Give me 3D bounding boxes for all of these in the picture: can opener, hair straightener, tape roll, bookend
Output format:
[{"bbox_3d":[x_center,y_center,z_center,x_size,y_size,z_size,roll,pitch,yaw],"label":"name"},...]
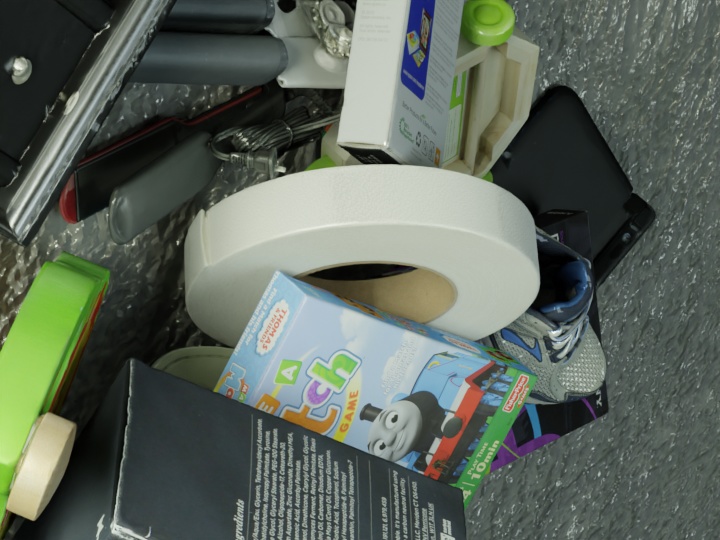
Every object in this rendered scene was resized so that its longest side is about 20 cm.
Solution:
[{"bbox_3d":[-0.067,-0.116,1.144,0.066,0.053,0.199,-28,164,38],"label":"can opener"},{"bbox_3d":[-0.065,-0.060,1.175,0.199,0.077,0.041,-27,131,-44],"label":"hair straightener"},{"bbox_3d":[0.000,0.000,1.226,0.203,0.201,0.037,41,41,-59],"label":"tape roll"},{"bbox_3d":[-0.172,-0.145,0.931,0.200,0.092,0.200,-59,149,-5],"label":"bookend"}]

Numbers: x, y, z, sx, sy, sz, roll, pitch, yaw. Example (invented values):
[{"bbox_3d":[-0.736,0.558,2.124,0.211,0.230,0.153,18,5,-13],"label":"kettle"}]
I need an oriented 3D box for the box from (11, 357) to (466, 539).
[{"bbox_3d":[-0.075,0.180,1.118,0.195,0.125,0.200,22,127,-20],"label":"box"}]

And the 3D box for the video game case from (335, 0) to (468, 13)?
[{"bbox_3d":[0.046,-0.214,1.275,0.200,0.024,0.183,23,94,-59],"label":"video game case"}]

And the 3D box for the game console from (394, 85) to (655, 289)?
[{"bbox_3d":[0.101,0.000,1.536,0.200,0.116,0.176,-47,177,-22],"label":"game console"}]

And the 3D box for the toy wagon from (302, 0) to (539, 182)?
[{"bbox_3d":[0.025,-0.076,1.312,0.199,0.040,0.156,-31,148,-25],"label":"toy wagon"}]

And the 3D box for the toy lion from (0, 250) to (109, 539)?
[{"bbox_3d":[-0.163,0.065,1.065,0.200,0.068,0.193,117,-6,-52],"label":"toy lion"}]

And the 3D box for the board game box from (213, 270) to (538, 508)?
[{"bbox_3d":[-0.006,0.096,1.236,0.199,0.037,0.152,20,102,-43],"label":"board game box"}]

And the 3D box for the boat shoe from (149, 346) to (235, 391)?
[{"bbox_3d":[-0.067,0.088,1.302,0.198,0.066,0.075,13,82,-45],"label":"boat shoe"}]

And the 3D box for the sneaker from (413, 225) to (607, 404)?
[{"bbox_3d":[0.109,0.025,1.349,0.200,0.085,0.078,45,60,-42],"label":"sneaker"}]

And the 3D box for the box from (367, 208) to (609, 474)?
[{"bbox_3d":[0.087,0.051,1.415,0.199,0.036,0.144,-21,108,-47],"label":"box"}]

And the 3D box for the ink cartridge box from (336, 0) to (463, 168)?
[{"bbox_3d":[0.030,-0.152,1.193,0.095,0.037,0.202,32,67,-68],"label":"ink cartridge box"}]
